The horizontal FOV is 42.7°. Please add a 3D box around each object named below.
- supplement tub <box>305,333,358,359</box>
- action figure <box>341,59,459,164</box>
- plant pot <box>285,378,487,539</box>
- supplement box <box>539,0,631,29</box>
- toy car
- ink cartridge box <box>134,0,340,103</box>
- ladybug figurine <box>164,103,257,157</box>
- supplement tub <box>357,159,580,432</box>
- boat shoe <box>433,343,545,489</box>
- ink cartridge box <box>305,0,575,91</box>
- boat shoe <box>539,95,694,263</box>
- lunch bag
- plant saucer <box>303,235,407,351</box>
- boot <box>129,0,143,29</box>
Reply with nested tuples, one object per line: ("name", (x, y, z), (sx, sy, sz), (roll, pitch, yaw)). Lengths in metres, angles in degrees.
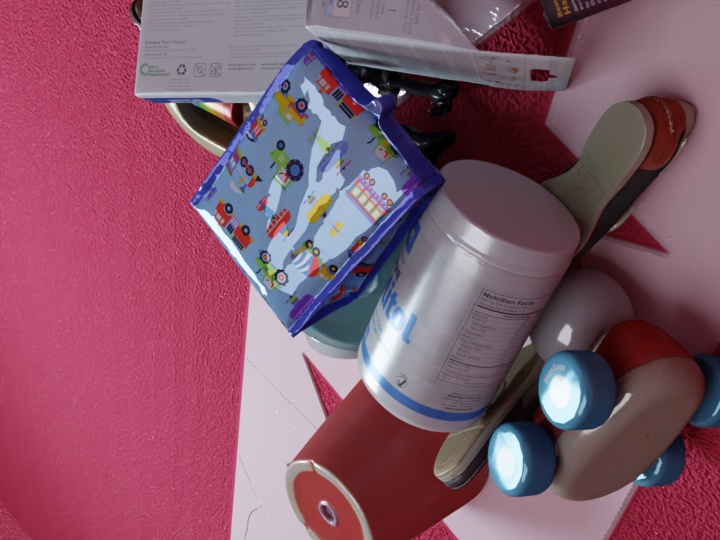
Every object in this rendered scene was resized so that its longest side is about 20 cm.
("supplement tub", (-0.015, -0.025, 0.966), (0.144, 0.144, 0.203), (17, 127, 40))
("action figure", (0.000, -0.182, 0.879), (0.199, 0.101, 0.120), (34, 122, 28))
("plant pot", (0.020, 0.235, 1.080), (0.199, 0.176, 0.203), (28, 134, 33))
("supplement box", (0.200, -0.253, 0.608), (0.198, 0.086, 0.111), (-8, 120, 49))
("toy car", (0.196, 0.078, 0.818), (0.178, 0.182, 0.202), (-62, 35, 38))
("ink cartridge box", (-0.107, -0.253, 0.829), (0.196, 0.040, 0.204), (5, 91, 22))
("ladybug figurine", (-0.129, -0.181, 0.924), (0.199, 0.072, 0.137), (33, 138, 23))
("supplement tub", (0.086, 0.025, 0.782), (0.131, 0.131, 0.202), (38, 125, 23))
("boat shoe", (0.141, 0.141, 0.867), (0.065, 0.200, 0.072), (50, 137, -3))
("ink cartridge box", (0.069, -0.185, 0.726), (0.196, 0.160, 0.048), (9, 94, 10))
("boat shoe", (0.199, -0.068, 0.768), (0.072, 0.062, 0.201), (62, 146, 25))
("lunch bag", (-0.031, -0.071, 0.741), (0.151, 0.094, 0.200), (51, 135, 11))
("plant saucer", (0.000, 0.000, 0.876), (0.196, 0.036, 0.203), (2, 118, 3))
("boot", (-0.126, -0.293, 0.924), (0.184, 0.065, 0.200), (17, 147, -16))
